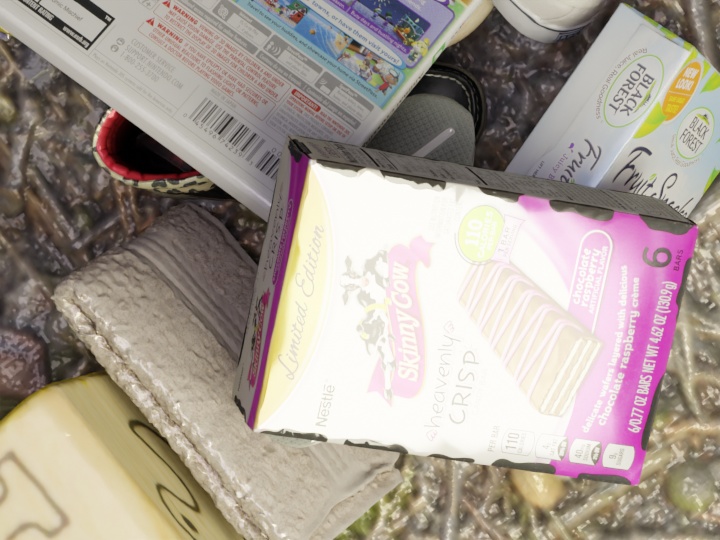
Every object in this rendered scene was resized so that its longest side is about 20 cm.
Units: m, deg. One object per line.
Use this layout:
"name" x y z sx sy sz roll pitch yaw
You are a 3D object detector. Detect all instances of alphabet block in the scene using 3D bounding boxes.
"alphabet block" -0.155 0.190 1.358 0.196 0.195 0.200 -39 88 3

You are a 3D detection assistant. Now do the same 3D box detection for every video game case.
"video game case" -0.061 -0.142 1.301 0.200 0.022 0.182 36 69 6

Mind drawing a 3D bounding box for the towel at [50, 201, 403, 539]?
"towel" -0.066 0.060 1.386 0.200 0.132 0.034 50 125 3

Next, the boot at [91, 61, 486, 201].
"boot" -0.037 -0.073 1.368 0.203 0.154 0.074 -7 90 6

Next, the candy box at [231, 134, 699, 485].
"candy box" 0.050 0.020 1.249 0.199 0.061 0.137 9 102 -15

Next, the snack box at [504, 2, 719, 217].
"snack box" 0.117 -0.028 1.356 0.053 0.142 0.200 36 93 23

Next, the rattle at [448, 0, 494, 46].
"rattle" 0.033 -0.173 1.424 0.200 0.143 0.130 -34 71 -31

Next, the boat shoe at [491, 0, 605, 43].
"boat shoe" 0.059 -0.211 1.324 0.075 0.086 0.202 -37 87 -26

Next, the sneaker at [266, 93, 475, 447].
"sneaker" 0.000 0.000 1.350 0.070 0.080 0.201 26 84 9

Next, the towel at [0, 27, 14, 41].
"towel" -0.250 -0.232 1.456 0.200 0.023 0.144 28 94 5
